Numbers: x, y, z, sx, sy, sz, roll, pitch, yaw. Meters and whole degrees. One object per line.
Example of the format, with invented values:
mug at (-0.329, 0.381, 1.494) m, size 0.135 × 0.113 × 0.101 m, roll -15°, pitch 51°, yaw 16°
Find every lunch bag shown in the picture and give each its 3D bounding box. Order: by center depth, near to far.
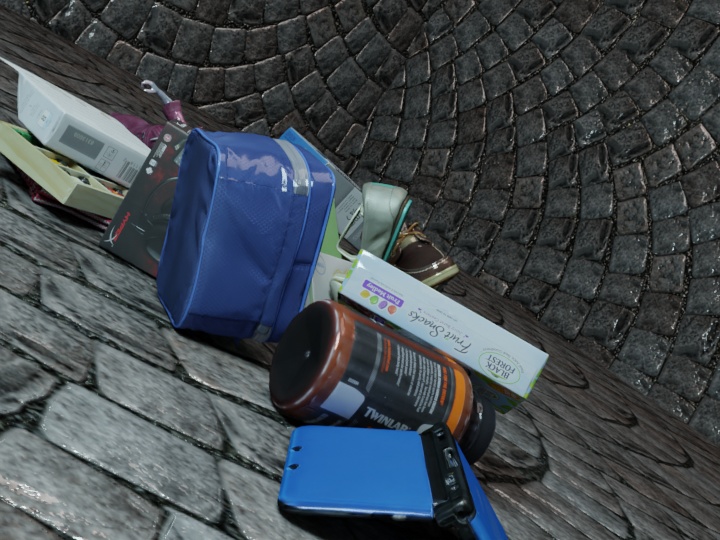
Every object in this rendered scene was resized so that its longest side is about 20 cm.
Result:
lunch bag at (-0.104, -0.024, 1.057) m, size 0.132 × 0.200 × 0.136 m, roll 8°, pitch 18°, yaw -24°

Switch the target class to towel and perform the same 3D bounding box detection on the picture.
towel at (-0.330, -0.094, 1.269) m, size 0.145 × 0.022 × 0.200 m, roll 28°, pitch 9°, yaw -39°

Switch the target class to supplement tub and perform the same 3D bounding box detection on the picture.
supplement tub at (0.026, 0.110, 1.000) m, size 0.200 × 0.107 × 0.107 m, roll 28°, pitch 8°, yaw -27°

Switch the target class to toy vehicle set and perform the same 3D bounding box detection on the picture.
toy vehicle set at (-0.300, -0.099, 1.238) m, size 0.124 × 0.027 × 0.200 m, roll 37°, pitch 7°, yaw 21°

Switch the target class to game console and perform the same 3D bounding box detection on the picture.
game console at (0.034, 0.189, 0.838) m, size 0.171 × 0.118 × 0.200 m, roll 62°, pitch 4°, yaw -7°

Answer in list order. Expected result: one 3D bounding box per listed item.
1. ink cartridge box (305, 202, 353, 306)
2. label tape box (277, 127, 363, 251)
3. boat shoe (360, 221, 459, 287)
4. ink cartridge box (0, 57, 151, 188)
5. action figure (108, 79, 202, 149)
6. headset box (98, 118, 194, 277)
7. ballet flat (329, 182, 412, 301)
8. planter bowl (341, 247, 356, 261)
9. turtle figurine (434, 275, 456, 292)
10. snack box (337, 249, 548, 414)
ink cartridge box at (-0.038, -0.007, 1.280) m, size 0.048 × 0.200 × 0.145 m, roll -12°, pitch -15°, yaw 27°
label tape box at (-0.023, -0.084, 1.467) m, size 0.200 × 0.063 × 0.144 m, roll 41°, pitch 4°, yaw -34°
boat shoe at (0.047, -0.020, 1.303) m, size 0.072 × 0.072 × 0.200 m, roll 67°, pitch -13°, yaw -14°
ink cartridge box at (-0.325, -0.164, 1.289) m, size 0.160 × 0.047 × 0.200 m, roll 27°, pitch 7°, yaw -46°
action figure at (-0.282, -0.161, 1.509) m, size 0.200 × 0.134 × 0.149 m, roll 6°, pitch -35°, yaw 34°
headset box at (-0.145, -0.044, 1.175) m, size 0.200 × 0.149 × 0.075 m, roll 31°, pitch 8°, yaw -7°
ballet flat at (0.000, 0.000, 1.213) m, size 0.064 × 0.200 × 0.067 m, roll 17°, pitch 16°, yaw 4°
planter bowl at (-0.003, 0.042, 1.459) m, size 0.200 × 0.084 × 0.200 m, roll 31°, pitch 6°, yaw -4°
turtle figurine at (0.072, 0.074, 1.309) m, size 0.101 × 0.150 × 0.200 m, roll -6°, pitch -28°, yaw 11°
snack box at (0.074, 0.063, 1.099) m, size 0.200 × 0.053 × 0.142 m, roll 30°, pitch -11°, yaw 5°
